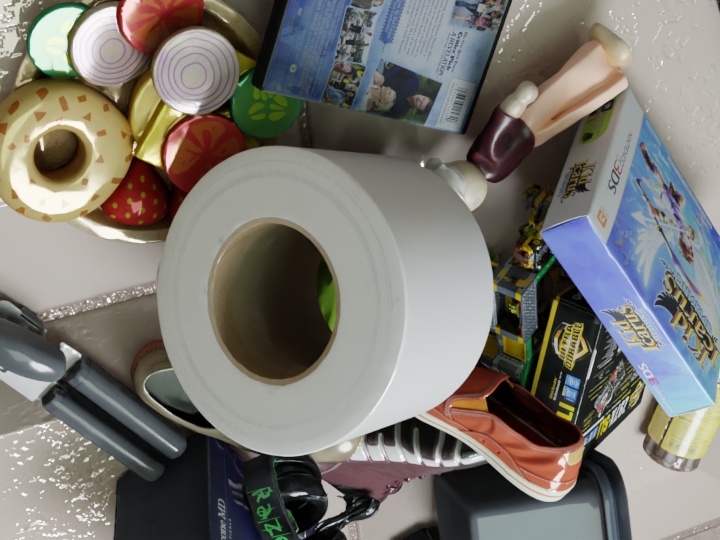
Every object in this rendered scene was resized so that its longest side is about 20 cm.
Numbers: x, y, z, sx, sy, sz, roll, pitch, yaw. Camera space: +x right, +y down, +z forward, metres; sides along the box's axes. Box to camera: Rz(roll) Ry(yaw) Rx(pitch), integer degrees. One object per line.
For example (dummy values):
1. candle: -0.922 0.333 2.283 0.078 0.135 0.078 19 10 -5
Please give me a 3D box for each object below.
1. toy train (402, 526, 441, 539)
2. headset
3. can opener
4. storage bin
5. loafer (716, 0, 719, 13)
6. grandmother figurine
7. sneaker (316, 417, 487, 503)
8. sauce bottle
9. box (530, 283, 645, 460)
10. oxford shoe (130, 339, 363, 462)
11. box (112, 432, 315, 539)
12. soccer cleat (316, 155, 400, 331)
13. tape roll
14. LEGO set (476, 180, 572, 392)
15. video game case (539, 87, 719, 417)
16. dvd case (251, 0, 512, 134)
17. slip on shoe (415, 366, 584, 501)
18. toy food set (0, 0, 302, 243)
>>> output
1. toy train: 0.001 0.312 1.055 0.199 0.034 0.046 -29 122 -6
2. headset: -0.035 0.202 0.850 0.093 0.124 0.200 -26 163 0
3. can opener: -0.216 0.099 0.813 0.053 0.067 0.200 -45 115 5
4. storage bin: 0.149 0.239 0.978 0.133 0.200 0.147 -7 92 -7
5. loafer: 0.356 -0.177 0.906 0.068 0.070 0.201 -34 126 -1
6. grandmother figurine: 0.124 -0.108 0.831 0.200 0.061 0.121 -41 153 -6
7. sneaker: 0.045 0.160 0.942 0.198 0.076 0.116 -2 140 19
8. sauce bottle: 0.347 0.105 1.067 0.064 0.065 0.201 6 117 -26
9. box: 0.212 0.074 0.936 0.200 0.049 0.161 -25 132 -52
10. oxford shoe: -0.088 0.116 0.847 0.198 0.075 0.071 18 95 -13
11. box: -0.107 0.257 0.896 0.104 0.149 0.200 -31 128 14
12. soccer cleat: 0.000 0.000 0.866 0.081 0.067 0.201 6 117 -47
13. tape roll: -0.023 0.017 0.749 0.139 0.202 0.204 -6 127 -60
14. LEGO set: 0.116 0.017 0.910 0.154 0.115 0.201 -52 147 -25
15. video game case: 0.232 -0.018 0.860 0.045 0.182 0.200 -21 118 38
16. dvd case: 0.026 -0.181 0.761 0.199 0.018 0.144 5 110 -40
17. slip on shoe: 0.091 0.100 0.843 0.074 0.199 0.061 -34 153 -49
18. toy food set: -0.146 -0.106 0.743 0.199 0.049 0.199 23 107 -32
